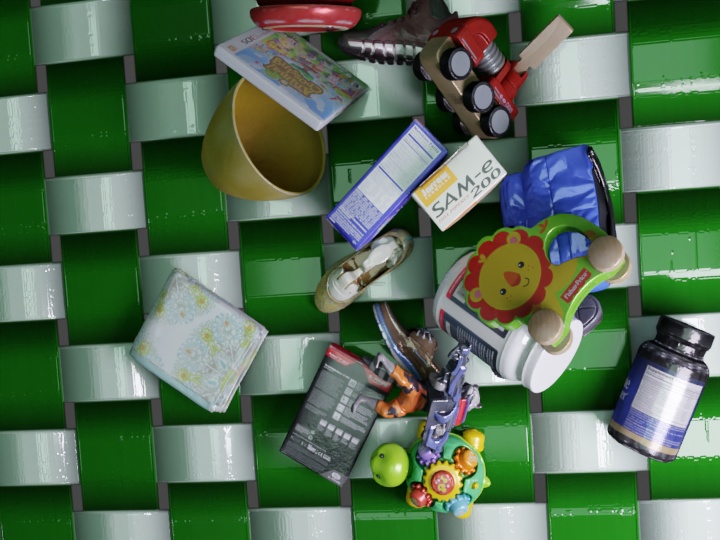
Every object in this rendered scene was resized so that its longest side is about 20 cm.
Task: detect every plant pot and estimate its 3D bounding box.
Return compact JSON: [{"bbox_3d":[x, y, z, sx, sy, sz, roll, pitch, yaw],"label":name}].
[{"bbox_3d":[-0.172,-0.193,1.366,0.140,0.199,0.204,-20,91,37],"label":"plant pot"},{"bbox_3d":[-0.087,-0.464,1.322,0.195,0.201,0.187,2,103,8],"label":"plant pot"}]

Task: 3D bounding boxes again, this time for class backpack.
[{"bbox_3d":[0.302,-0.061,1.297,0.165,0.162,0.205,-15,82,22],"label":"backpack"}]

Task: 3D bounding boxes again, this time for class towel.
[{"bbox_3d":[-0.274,0.122,1.462,0.198,0.048,0.173,32,95,6],"label":"towel"}]

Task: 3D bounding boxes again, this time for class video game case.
[{"bbox_3d":[-0.102,-0.311,1.344,0.198,0.182,0.022,37,128,4],"label":"video game case"}]

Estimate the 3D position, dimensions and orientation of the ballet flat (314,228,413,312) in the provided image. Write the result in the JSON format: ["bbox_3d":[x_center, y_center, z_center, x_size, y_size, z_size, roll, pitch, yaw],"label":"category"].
[{"bbox_3d":[0.000,0.000,1.400,0.198,0.071,0.071,-35,88,10],"label":"ballet flat"}]

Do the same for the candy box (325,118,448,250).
[{"bbox_3d":[0.046,-0.134,1.332,0.077,0.169,0.200,44,98,0],"label":"candy box"}]

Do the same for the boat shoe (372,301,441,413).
[{"bbox_3d":[0.090,0.129,1.398,0.072,0.072,0.202,-31,99,4],"label":"boat shoe"}]

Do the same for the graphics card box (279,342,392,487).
[{"bbox_3d":[-0.037,0.238,1.429,0.124,0.051,0.203,26,96,6],"label":"graphics card box"}]

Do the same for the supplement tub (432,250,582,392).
[{"bbox_3d":[0.219,0.075,1.300,0.199,0.139,0.142,37,100,33],"label":"supplement tub"}]

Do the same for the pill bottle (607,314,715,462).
[{"bbox_3d":[0.462,0.178,1.316,0.110,0.112,0.204,21,96,7],"label":"pill bottle"}]

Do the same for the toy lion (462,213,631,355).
[{"bbox_3d":[0.244,0.003,1.197,0.201,0.068,0.192,-50,55,5],"label":"toy lion"}]

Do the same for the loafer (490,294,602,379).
[{"bbox_3d":[0.299,0.115,1.364,0.198,0.063,0.073,-36,56,12],"label":"loafer"}]

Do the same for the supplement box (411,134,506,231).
[{"bbox_3d":[0.151,-0.128,1.300,0.126,0.200,0.074,-42,87,9],"label":"supplement box"}]

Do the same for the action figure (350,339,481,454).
[{"bbox_3d":[0.101,0.167,1.319,0.189,0.105,0.203,15,115,-13],"label":"action figure"}]

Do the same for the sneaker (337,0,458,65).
[{"bbox_3d":[0.064,-0.390,1.368,0.195,0.076,0.119,6,90,-2],"label":"sneaker"}]

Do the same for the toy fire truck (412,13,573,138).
[{"bbox_3d":[0.207,-0.325,1.311,0.201,0.128,0.176,-52,120,-14],"label":"toy fire truck"}]

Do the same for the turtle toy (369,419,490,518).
[{"bbox_3d":[0.112,0.323,1.385,0.195,0.101,0.149,10,95,8],"label":"turtle toy"}]
